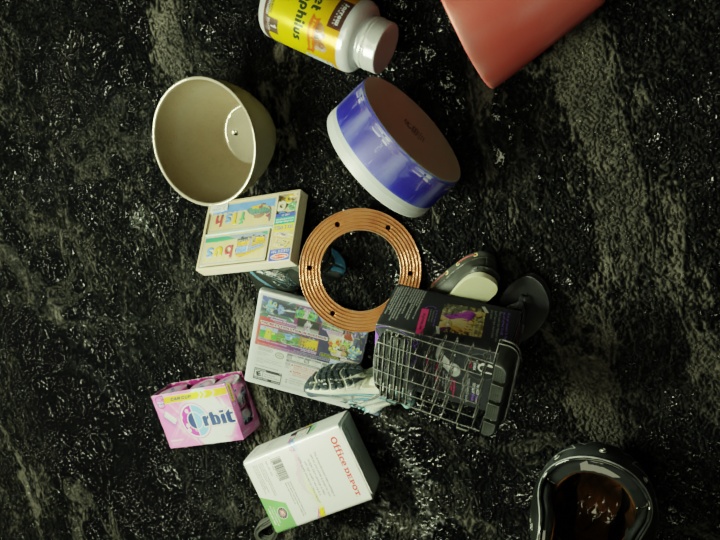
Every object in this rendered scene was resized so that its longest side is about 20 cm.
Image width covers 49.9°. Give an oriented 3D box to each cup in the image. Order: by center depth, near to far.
[{"bbox_3d":[-0.218,-0.219,1.271,0.199,0.143,0.202,8,109,24],"label":"cup"}]

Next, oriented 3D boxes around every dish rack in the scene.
[{"bbox_3d":[0.115,0.148,1.093,0.199,0.055,0.154,16,128,16],"label":"dish rack"}]

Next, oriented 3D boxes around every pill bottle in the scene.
[{"bbox_3d":[-0.046,-0.369,1.161,0.199,0.109,0.110,28,115,17],"label":"pill bottle"}]

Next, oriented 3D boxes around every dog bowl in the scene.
[{"bbox_3d":[0.050,-0.179,1.117,0.079,0.200,0.200,-40,85,27],"label":"dog bowl"}]

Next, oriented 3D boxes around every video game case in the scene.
[{"bbox_3d":[-0.093,0.136,1.352,0.199,0.023,0.183,15,112,4],"label":"video game case"}]

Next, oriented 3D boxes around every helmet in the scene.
[{"bbox_3d":[0.342,0.354,1.135,0.199,0.192,0.200,17,150,10],"label":"helmet"}]

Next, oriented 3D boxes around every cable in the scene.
[{"bbox_3d":[-0.151,0.461,1.511,0.096,0.050,0.201,16,125,3],"label":"cable"}]

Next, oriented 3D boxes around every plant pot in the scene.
[{"bbox_3d":[0.204,-0.366,1.000,0.176,0.200,0.201,-25,93,20],"label":"plant pot"}]

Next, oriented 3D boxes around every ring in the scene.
[{"bbox_3d":[0.000,0.000,1.255,0.199,0.019,0.202,0,94,-2],"label":"ring"}]

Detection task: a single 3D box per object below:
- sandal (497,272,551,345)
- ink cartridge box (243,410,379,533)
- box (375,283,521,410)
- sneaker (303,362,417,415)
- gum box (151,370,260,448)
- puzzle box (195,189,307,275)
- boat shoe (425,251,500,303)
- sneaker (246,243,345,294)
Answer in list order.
[{"bbox_3d":[0.226,0.093,1.199,0.076,0.043,0.201,38,118,12],"label":"sandal"},{"bbox_3d":[-0.084,0.359,1.385,0.199,0.084,0.146,-24,94,15],"label":"ink cartridge box"},{"bbox_3d":[0.130,0.115,1.166,0.199,0.106,0.123,13,129,16],"label":"box"},{"bbox_3d":[0.001,0.209,1.312,0.198,0.078,0.087,-5,115,13],"label":"sneaker"},{"bbox_3d":[-0.295,0.270,1.497,0.199,0.066,0.114,-13,100,29],"label":"gum box"},{"bbox_3d":[-0.188,-0.063,1.327,0.199,0.025,0.134,-6,65,28],"label":"puzzle box"},{"bbox_3d":[0.142,0.041,1.219,0.073,0.063,0.201,31,135,-19],"label":"boat shoe"},{"bbox_3d":[-0.109,0.001,1.335,0.199,0.073,0.082,5,126,29],"label":"sneaker"}]
